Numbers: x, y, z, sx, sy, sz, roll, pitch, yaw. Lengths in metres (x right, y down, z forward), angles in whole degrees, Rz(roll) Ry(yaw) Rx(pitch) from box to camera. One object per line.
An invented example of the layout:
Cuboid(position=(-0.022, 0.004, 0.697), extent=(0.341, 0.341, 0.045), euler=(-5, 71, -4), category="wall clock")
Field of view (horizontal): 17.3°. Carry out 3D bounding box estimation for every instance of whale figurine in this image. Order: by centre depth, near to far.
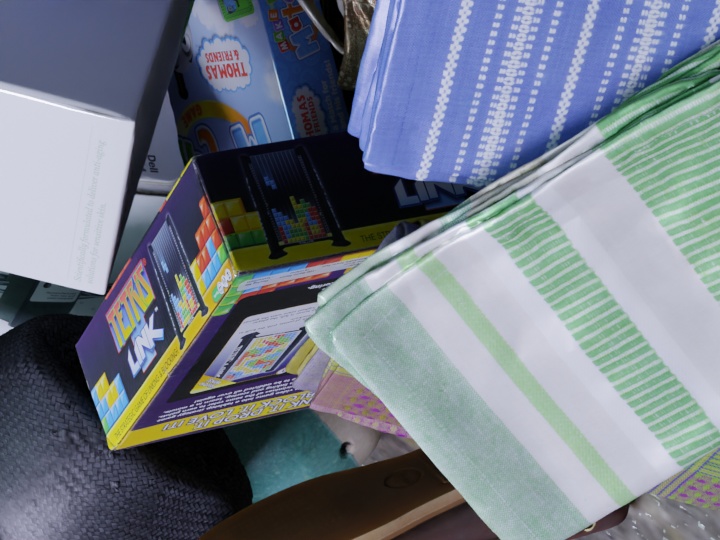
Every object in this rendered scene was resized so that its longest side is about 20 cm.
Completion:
Cuboid(position=(-0.083, 0.048, 1.193), extent=(0.200, 0.104, 0.159), euler=(35, 168, 32), category="whale figurine")

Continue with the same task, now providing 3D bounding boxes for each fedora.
Cuboid(position=(-0.119, 0.088, 1.058), extent=(0.092, 0.200, 0.201), euler=(-41, 71, 24), category="fedora")

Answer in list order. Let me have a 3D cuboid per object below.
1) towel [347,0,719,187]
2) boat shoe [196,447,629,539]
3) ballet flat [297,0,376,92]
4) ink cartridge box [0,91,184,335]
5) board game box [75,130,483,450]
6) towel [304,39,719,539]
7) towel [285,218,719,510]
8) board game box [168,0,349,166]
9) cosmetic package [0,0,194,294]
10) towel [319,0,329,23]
Cuboid(position=(0.103, -0.084, 0.823), extent=(0.024, 0.199, 0.145), euler=(-93, 12, -48), category="towel")
Cuboid(position=(0.024, 0.117, 1.033), extent=(0.070, 0.200, 0.070), euler=(-122, 13, -66), category="boat shoe")
Cuboid(position=(-0.018, -0.169, 1.032), extent=(0.071, 0.065, 0.200), euler=(-7, -104, -86), category="ballet flat")
Cuboid(position=(-0.171, -0.045, 1.174), extent=(0.200, 0.083, 0.147), euler=(-51, 43, 45), category="ink cartridge box")
Cuboid(position=(0.000, 0.000, 0.988), extent=(0.165, 0.200, 0.057), euler=(-49, 57, 54), category="board game box")
Cuboid(position=(0.101, 0.013, 0.858), extent=(0.153, 0.200, 0.023), euler=(48, -160, -28), category="towel")
Cuboid(position=(0.082, 0.039, 0.934), extent=(0.144, 0.200, 0.023), euler=(122, 159, -55), category="towel")
Cuboid(position=(-0.065, -0.110, 1.145), extent=(0.151, 0.037, 0.200), euler=(3, 111, 60), category="board game box")
Cuboid(position=(-0.120, -0.101, 1.008), extent=(0.108, 0.085, 0.200), euler=(107, 175, -47), category="cosmetic package")
Cuboid(position=(-0.038, -0.090, 1.168), extent=(0.086, 0.018, 0.200), euler=(36, 137, 48), category="towel")
